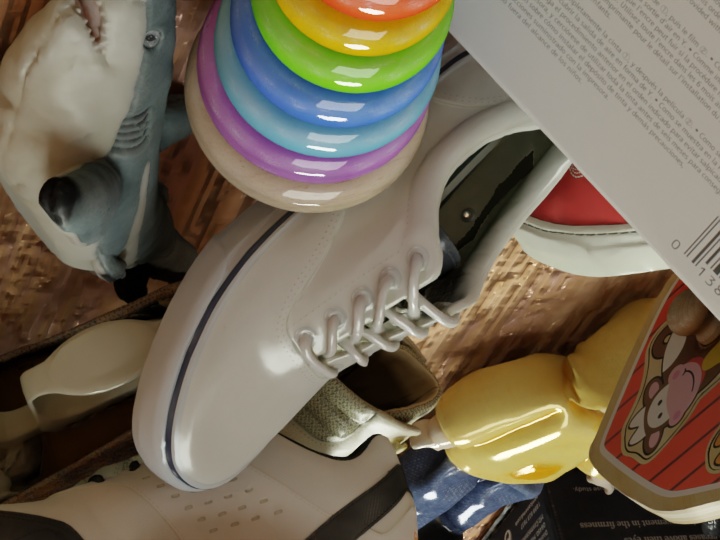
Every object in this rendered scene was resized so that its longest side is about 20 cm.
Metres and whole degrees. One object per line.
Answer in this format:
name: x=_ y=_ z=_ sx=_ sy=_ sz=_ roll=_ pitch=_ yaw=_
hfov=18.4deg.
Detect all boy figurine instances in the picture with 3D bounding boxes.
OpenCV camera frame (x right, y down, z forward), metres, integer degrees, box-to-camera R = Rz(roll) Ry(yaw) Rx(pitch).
boy figurine: x=0.087 y=0.080 z=1.039 sx=0.124 sy=0.065 sz=0.200 roll=21 pitch=139 yaw=-38

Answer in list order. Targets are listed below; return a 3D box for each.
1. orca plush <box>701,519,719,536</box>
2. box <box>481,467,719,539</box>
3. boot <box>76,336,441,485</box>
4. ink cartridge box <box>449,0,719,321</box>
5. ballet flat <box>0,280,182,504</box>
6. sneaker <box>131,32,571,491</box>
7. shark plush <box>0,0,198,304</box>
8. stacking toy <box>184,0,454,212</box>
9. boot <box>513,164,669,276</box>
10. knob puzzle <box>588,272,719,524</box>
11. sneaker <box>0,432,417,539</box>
orca plush: x=0.203 y=0.086 z=1.033 sx=0.071 sy=0.106 sz=0.200 roll=11 pitch=154 yaw=19
box: x=0.159 y=0.208 z=1.133 sx=0.147 sy=0.201 sz=0.105 roll=2 pitch=146 yaw=-22
boot: x=-0.019 y=0.095 z=0.989 sx=0.154 sy=0.072 sz=0.200 roll=-34 pitch=123 yaw=26
ink cartridge box: x=0.122 y=-0.082 z=0.678 sx=0.045 sy=0.200 sz=0.176 roll=-34 pitch=167 yaw=-40
ballet flat: x=-0.124 y=0.053 z=0.843 sx=0.199 sy=0.068 sz=0.067 roll=-28 pitch=163 yaw=14
sneaker: x=0.000 y=0.000 z=0.781 sx=0.200 sy=0.071 sz=0.073 roll=-51 pitch=136 yaw=-8
shark plush: x=-0.078 y=-0.034 z=0.802 sx=0.083 sy=0.091 sz=0.200 roll=-41 pitch=144 yaw=-10
stacking toy: x=-0.004 y=-0.086 z=0.675 sx=0.085 sy=0.086 sz=0.200 roll=-6 pitch=164 yaw=-11
boot: x=0.105 y=-0.074 z=0.805 sx=0.072 sy=0.145 sz=0.199 roll=-28 pitch=-166 yaw=-29
knob puzzle: x=0.149 y=0.012 z=0.847 sx=0.030 sy=0.221 sz=0.220 roll=33 pitch=131 yaw=-18
sneaker: x=-0.070 y=0.097 z=0.829 sx=0.198 sy=0.081 sz=0.074 roll=5 pitch=159 yaw=-19
